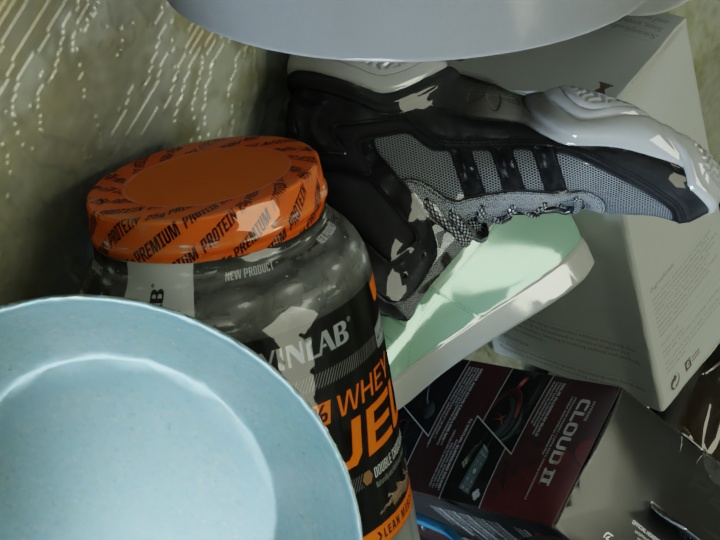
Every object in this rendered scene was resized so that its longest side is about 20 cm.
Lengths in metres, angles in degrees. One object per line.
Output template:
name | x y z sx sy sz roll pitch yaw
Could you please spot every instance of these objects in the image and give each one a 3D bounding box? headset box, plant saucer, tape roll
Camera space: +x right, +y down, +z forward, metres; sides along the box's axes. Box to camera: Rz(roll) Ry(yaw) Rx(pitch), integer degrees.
headset box | 0.102 0.111 1.161 0.149 0.200 0.075 38 73 -33
plant saucer | -0.096 0.095 0.949 0.039 0.200 0.202 -75 168 -67
tape roll | 0.019 -0.147 0.957 0.200 0.200 0.066 -31 129 -44

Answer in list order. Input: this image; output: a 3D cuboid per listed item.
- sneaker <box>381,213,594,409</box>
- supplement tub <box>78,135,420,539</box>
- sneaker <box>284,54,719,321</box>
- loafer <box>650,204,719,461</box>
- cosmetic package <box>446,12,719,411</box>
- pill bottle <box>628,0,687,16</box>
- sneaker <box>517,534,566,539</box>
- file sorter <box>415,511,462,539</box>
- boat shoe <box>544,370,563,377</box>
sneaker | 0.000 0.000 1.135 0.200 0.074 0.119 -34 101 -18
supplement tub | -0.047 0.054 1.014 0.122 0.122 0.201 -32 120 -43
sneaker | 0.053 -0.027 1.074 0.075 0.199 0.114 98 9 -81
loafer | 0.197 0.045 1.387 0.071 0.073 0.201 33 74 -25
cosmetic package | 0.111 -0.037 1.219 0.081 0.113 0.201 -46 141 -32
pill bottle | 0.165 -0.197 1.188 0.200 0.115 0.116 -40 136 -53
sneaker | 0.060 0.207 1.081 0.088 0.074 0.201 11 106 -55
file sorter | 0.011 0.205 1.179 0.139 0.122 0.200 -58 144 -18
boat shoe | 0.126 0.079 1.328 0.201 0.072 0.068 -65 151 -11
